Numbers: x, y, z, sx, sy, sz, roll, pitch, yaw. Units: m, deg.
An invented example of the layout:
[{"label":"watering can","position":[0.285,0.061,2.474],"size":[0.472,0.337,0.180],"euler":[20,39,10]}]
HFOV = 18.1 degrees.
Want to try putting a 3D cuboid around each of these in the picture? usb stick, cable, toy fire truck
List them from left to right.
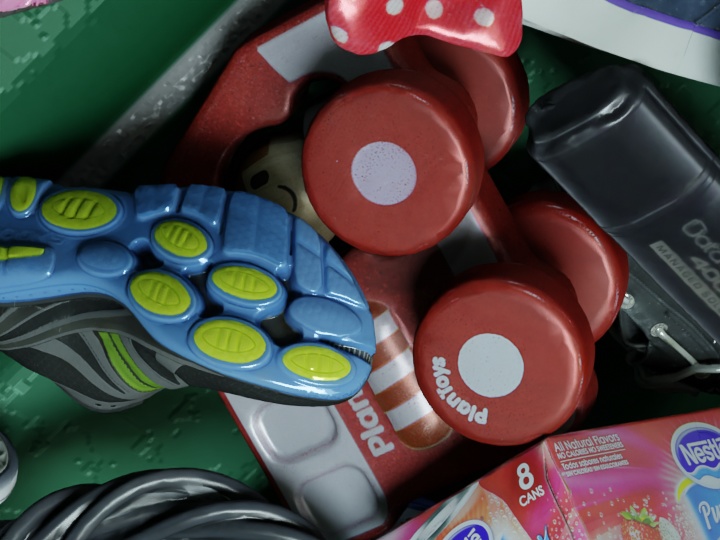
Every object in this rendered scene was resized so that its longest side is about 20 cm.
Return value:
[{"label":"cable","position":[-0.077,0.159,0.894],"size":[0.199,0.051,0.164],"euler":[-21,84,7]},{"label":"toy fire truck","position":[0.000,0.000,0.881],"size":[0.167,0.112,0.201],"euler":[-26,101,23]},{"label":"usb stick","position":[0.136,-0.010,0.883],"size":[0.055,0.033,0.200],"euler":[-29,131,25]}]

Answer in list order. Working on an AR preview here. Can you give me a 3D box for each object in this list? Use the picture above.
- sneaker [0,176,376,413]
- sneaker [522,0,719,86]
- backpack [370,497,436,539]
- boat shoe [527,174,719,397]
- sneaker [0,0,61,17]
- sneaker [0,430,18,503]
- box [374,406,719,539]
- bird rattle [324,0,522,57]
[{"label":"sneaker","position":[-0.078,0.013,0.852],"size":[0.071,0.198,0.083],"euler":[-65,148,-27]},{"label":"sneaker","position":[0.096,-0.156,0.824],"size":[0.199,0.080,0.147],"euler":[13,98,-39]},{"label":"backpack","position":[0.014,0.186,0.993],"size":[0.200,0.154,0.190],"euler":[-48,132,5]},{"label":"boat shoe","position":[0.139,0.018,0.974],"size":[0.068,0.074,0.199],"euler":[-32,134,14]},{"label":"sneaker","position":[-0.069,-0.157,0.785],"size":[0.199,0.080,0.087],"euler":[-22,116,-12]},{"label":"sneaker","position":[-0.241,0.128,0.915],"size":[0.201,0.077,0.147],"euler":[-10,134,-23]},{"label":"box","position":[0.114,0.119,0.910],"size":[0.100,0.096,0.199],"euler":[-35,161,36]},{"label":"bird rattle","position":[0.011,-0.146,0.655],"size":[0.162,0.113,0.200],"euler":[8,155,-36]}]
